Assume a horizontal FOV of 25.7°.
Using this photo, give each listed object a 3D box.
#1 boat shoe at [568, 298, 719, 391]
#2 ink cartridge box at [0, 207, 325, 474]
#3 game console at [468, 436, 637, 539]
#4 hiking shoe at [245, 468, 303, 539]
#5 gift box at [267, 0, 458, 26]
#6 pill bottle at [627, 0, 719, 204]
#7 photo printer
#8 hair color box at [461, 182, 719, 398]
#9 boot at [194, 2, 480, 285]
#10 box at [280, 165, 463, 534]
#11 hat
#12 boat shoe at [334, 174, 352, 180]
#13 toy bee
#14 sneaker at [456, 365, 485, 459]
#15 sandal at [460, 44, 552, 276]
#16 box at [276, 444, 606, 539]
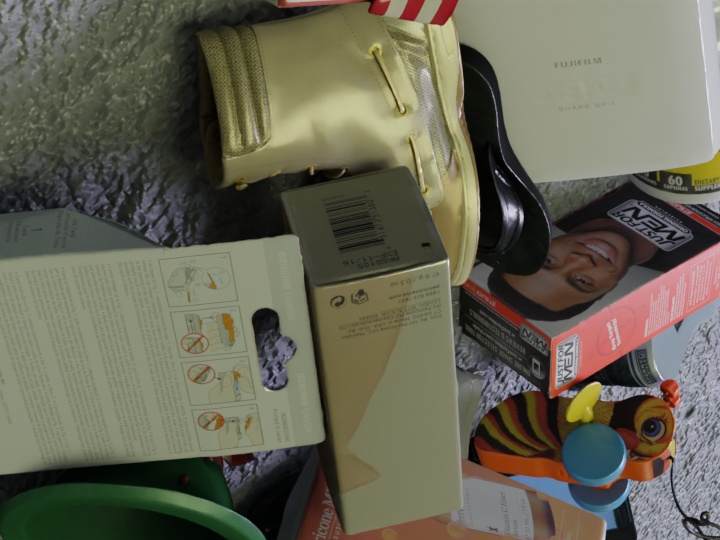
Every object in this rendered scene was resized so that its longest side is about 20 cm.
[{"bbox_3d":[0.226,0.029,1.280,0.200,0.091,0.071,-46,120,-51],"label":"boat shoe"},{"bbox_3d":[-0.126,0.035,0.868,0.199,0.050,0.163,-7,131,-1],"label":"ink cartridge box"},{"bbox_3d":[0.143,0.231,1.299,0.170,0.119,0.200,-13,138,7],"label":"game console"},{"bbox_3d":[-0.059,0.211,1.144,0.200,0.074,0.087,-35,155,-13],"label":"hiking shoe"},{"bbox_3d":[0.011,-0.238,0.762,0.200,0.187,0.185,-16,130,-35],"label":"gift box"},{"bbox_3d":[0.231,-0.152,1.106,0.111,0.111,0.200,-35,138,-20],"label":"pill bottle"},{"bbox_3d":[0.139,-0.147,0.990,0.166,0.070,0.200,-5,139,13],"label":"photo printer"},{"bbox_3d":[0.183,0.007,1.188,0.200,0.101,0.061,-28,135,-28],"label":"hair color box"},{"bbox_3d":[-0.013,-0.065,0.927,0.155,0.073,0.201,-18,122,-14],"label":"boot"},{"bbox_3d":[0.009,0.050,0.919,0.077,0.095,0.200,-12,129,-8],"label":"box"},{"bbox_3d":[-0.126,0.101,1.006,0.200,0.165,0.177,63,28,-55],"label":"hat"},{"bbox_3d":[0.000,0.000,1.028,0.074,0.066,0.201,-10,106,-39],"label":"boat shoe"},{"bbox_3d":[0.193,0.129,1.186,0.109,0.200,0.131,-62,176,-25],"label":"toy bee"},{"bbox_3d":[0.047,0.160,1.191,0.082,0.075,0.201,0,119,-44],"label":"sneaker"},{"bbox_3d":[0.070,-0.058,1.022,0.201,0.075,0.048,63,36,-42],"label":"sandal"},{"bbox_3d":[0.042,0.206,1.021,0.152,0.199,0.107,-72,-173,-52],"label":"box"}]
